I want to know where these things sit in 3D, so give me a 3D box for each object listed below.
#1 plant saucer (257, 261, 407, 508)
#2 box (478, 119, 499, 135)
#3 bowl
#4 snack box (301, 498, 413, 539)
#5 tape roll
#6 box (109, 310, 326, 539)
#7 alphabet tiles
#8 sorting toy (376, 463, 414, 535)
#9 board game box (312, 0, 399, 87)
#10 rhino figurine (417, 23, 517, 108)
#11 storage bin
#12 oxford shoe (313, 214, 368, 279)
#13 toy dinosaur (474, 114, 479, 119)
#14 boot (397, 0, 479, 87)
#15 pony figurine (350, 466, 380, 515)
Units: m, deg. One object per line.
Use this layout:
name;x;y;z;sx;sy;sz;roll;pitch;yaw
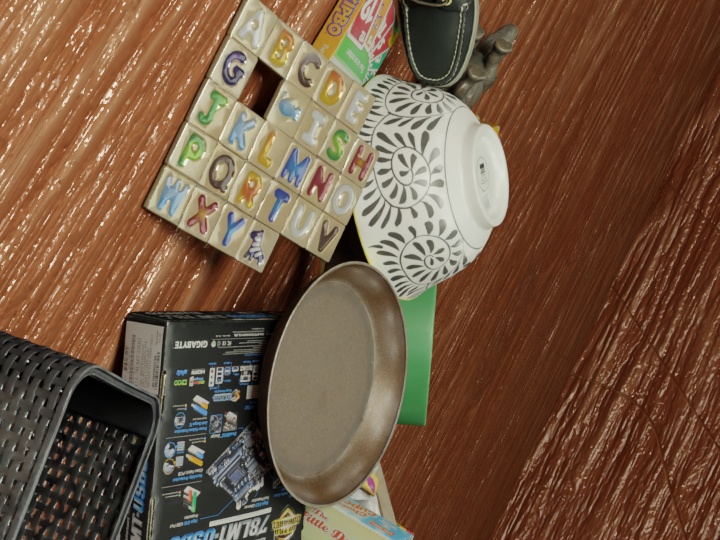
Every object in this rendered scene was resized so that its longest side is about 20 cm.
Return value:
plant saucer;-0.025;0.092;1.030;0.199;0.032;0.204;-16;109;-55
box;0.060;-0.073;1.262;0.198;0.041;0.121;-20;122;-38
bowl;0.073;-0.079;1.099;0.200;0.093;0.204;21;66;-61
snack box;-0.062;0.238;1.091;0.037;0.198;0.118;-1;115;-65
tape roll;0.058;0.070;1.393;0.200;0.047;0.204;4;90;-87
box;-0.109;0.134;0.982;0.199;0.049;0.202;1;97;-56
alphabet tiles;-0.060;-0.085;0.948;0.199;0.007;0.169;31;83;-50
sorting toy;-0.020;0.320;1.286;0.069;0.200;0.200;31;115;-32
board game box;-0.028;-0.151;1.045;0.202;0.030;0.096;-59;160;-15
rhino figurine;0.115;-0.211;1.306;0.200;0.060;0.088;-45;172;-49
storage bin;-0.213;0.148;0.748;0.135;0.092;0.203;52;55;-69
oxford shoe;0.000;0.000;1.138;0.071;0.072;0.203;-44;132;-49
toy dinosaur;0.049;-0.092;1.314;0.200;0.058;0.102;-43;136;-26
boot;0.048;-0.245;1.009;0.154;0.072;0.207;-40;134;-67
pony figurine;-0.024;0.225;1.174;0.165;0.203;0.193;-1;152;-37
